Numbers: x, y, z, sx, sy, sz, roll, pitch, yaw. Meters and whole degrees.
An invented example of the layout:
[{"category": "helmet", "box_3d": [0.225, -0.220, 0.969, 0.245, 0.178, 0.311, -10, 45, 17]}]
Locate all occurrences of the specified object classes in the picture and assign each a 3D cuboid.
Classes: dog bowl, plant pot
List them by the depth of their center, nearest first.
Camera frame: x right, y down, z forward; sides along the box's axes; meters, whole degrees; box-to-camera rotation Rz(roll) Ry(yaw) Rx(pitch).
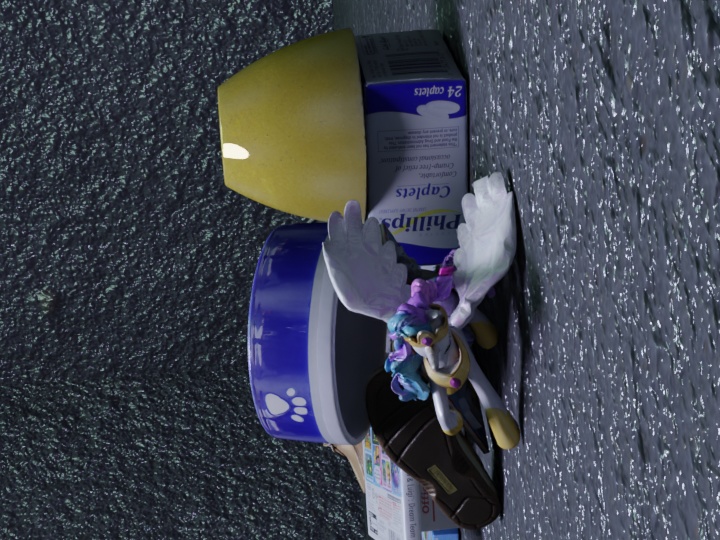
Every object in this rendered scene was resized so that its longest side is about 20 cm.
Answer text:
[{"category": "dog bowl", "box_3d": [-0.035, 0.056, 1.192, 0.200, 0.078, 0.202, 2, -90, -76]}, {"category": "plant pot", "box_3d": [-0.073, -0.143, 1.339, 0.200, 0.141, 0.202, 176, 90, -86]}]

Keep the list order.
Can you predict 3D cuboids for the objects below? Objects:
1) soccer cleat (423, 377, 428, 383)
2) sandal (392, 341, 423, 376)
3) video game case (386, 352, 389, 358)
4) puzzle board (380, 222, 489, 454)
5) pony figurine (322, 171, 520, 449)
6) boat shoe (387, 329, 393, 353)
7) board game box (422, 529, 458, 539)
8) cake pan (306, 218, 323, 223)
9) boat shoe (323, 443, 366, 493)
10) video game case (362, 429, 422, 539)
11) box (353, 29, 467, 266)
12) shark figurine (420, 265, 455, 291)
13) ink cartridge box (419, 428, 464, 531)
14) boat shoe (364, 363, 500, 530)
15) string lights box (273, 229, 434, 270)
[{"category": "soccer cleat", "box_3d": [0.050, 0.081, 1.759, 0.068, 0.080, 0.202, 96, 169, -71]}, {"category": "sandal", "box_3d": [0.073, 0.113, 1.667, 0.080, 0.054, 0.202, -53, -43, -78]}, {"category": "video game case", "box_3d": [0.036, 0.210, 1.594, 0.143, 0.017, 0.202, -120, 28, -84]}, {"category": "puzzle board", "box_3d": [0.074, 0.065, 1.258, 0.200, 0.017, 0.151, 52, -161, -40]}, {"category": "pony figurine", "box_3d": [0.069, 0.035, 1.078, 0.200, 0.165, 0.194, 57, -159, -52]}, {"category": "boat shoe", "box_3d": [0.015, 0.092, 1.705, 0.070, 0.070, 0.201, -83, -8, -48]}, {"category": "board game box", "box_3d": [0.096, 0.340, 1.688, 0.200, 0.036, 0.152, -102, 9, -63]}, {"category": "cake pan", "box_3d": [0.009, -0.095, 1.588, 0.037, 0.200, 0.200, 49, 176, 0]}, {"category": "boat shoe", "box_3d": [-0.025, 0.202, 1.655, 0.072, 0.064, 0.201, 98, 154, -51]}, {"category": "video game case", "box_3d": [0.033, 0.220, 1.468, 0.200, 0.023, 0.184, 163, 104, -78]}, {"category": "box", "box_3d": [0.048, -0.131, 1.372, 0.184, 0.104, 0.202, -100, 7, -65]}, {"category": "shark figurine", "box_3d": [0.064, 0.038, 1.382, 0.089, 0.214, 0.129, 40, 115, 29]}, {"category": "ink cartridge box", "box_3d": [0.084, 0.234, 1.507, 0.200, 0.066, 0.117, 166, 100, -87]}, {"category": "boat shoe", "box_3d": [0.064, 0.157, 1.236, 0.201, 0.071, 0.076, 58, -165, -26]}, {"category": "string lights box", "box_3d": [0.000, 0.000, 1.528, 0.103, 0.198, 0.059, 91, 172, -48]}]
